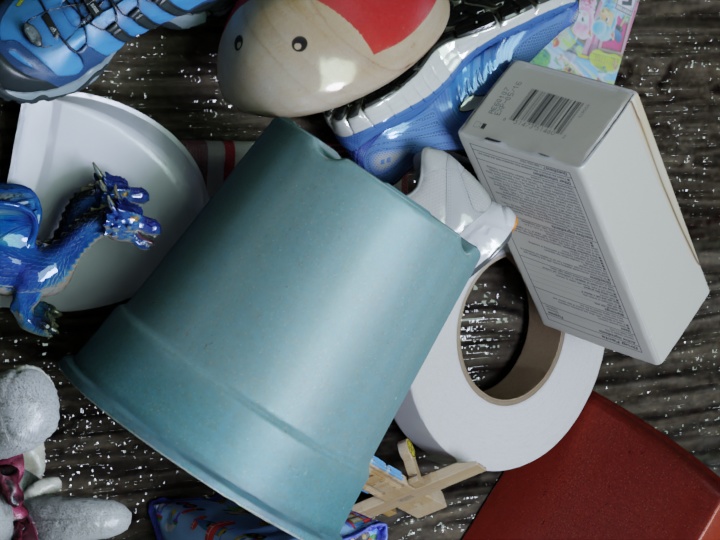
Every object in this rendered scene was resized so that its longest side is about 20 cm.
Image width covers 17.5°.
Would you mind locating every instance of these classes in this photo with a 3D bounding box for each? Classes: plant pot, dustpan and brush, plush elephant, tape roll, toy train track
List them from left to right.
[{"bbox_3d":[-0.207,0.145,1.317,0.155,0.199,0.166,5,79,-55],"label":"plush elephant"},{"bbox_3d":[-0.121,-0.032,1.446,0.199,0.057,0.140,10,105,-10],"label":"dustpan and brush"},{"bbox_3d":[-0.041,0.030,1.378,0.200,0.200,0.196,34,91,-34],"label":"plant pot"},{"bbox_3d":[0.012,0.129,1.547,0.200,0.114,0.033,37,32,-65],"label":"toy train track"},{"bbox_3d":[0.093,0.038,1.621,0.202,0.037,0.204,-7,100,-42],"label":"tape roll"},{"bbox_3d":[0.206,0.224,1.661,0.200,0.176,0.200,42,74,-32],"label":"plant pot"}]

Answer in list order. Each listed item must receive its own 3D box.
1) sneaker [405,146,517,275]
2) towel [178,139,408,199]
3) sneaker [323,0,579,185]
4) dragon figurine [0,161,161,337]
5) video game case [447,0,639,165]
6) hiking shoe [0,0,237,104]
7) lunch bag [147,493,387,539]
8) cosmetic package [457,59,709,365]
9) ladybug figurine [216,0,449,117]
[{"bbox_3d":[0.000,0.000,1.508,0.200,0.076,0.092,-40,94,3],"label":"sneaker"},{"bbox_3d":[-0.055,-0.013,1.534,0.199,0.023,0.145,-1,98,-36],"label":"towel"},{"bbox_3d":[0.066,-0.126,1.549,0.200,0.078,0.089,-35,126,-18],"label":"sneaker"},{"bbox_3d":[-0.218,-0.020,1.375,0.199,0.059,0.100,8,106,-5],"label":"dragon figurine"},{"bbox_3d":[0.101,-0.161,1.615,0.199,0.022,0.183,19,87,-36],"label":"video game case"},{"bbox_3d":[-0.147,-0.169,1.391,0.200,0.087,0.075,-32,80,-33],"label":"hiking shoe"},{"bbox_3d":[-0.053,0.248,1.499,0.094,0.150,0.201,-12,105,-32],"label":"lunch bag"},{"bbox_3d":[0.150,-0.037,1.541,0.073,0.103,0.200,-52,140,-22],"label":"cosmetic package"},{"bbox_3d":[-0.019,-0.161,1.452,0.200,0.135,0.072,-52,136,-54],"label":"ladybug figurine"}]
